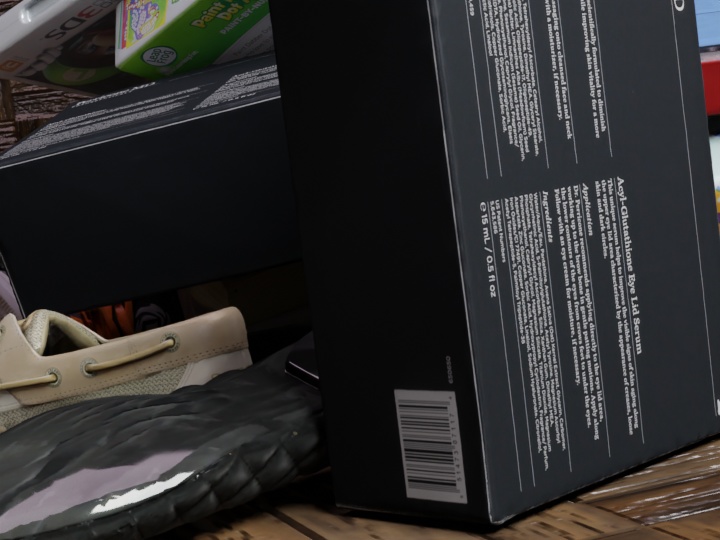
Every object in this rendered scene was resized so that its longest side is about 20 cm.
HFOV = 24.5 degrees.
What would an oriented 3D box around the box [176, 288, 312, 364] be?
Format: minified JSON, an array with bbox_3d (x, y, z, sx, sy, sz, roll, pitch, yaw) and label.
[{"bbox_3d":[0.000,0.000,0.909,0.200,0.036,0.144,-10,31,-10],"label":"box"}]

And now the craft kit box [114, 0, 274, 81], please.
[{"bbox_3d":[0.011,-0.132,0.842,0.197,0.049,0.200,16,-33,-39],"label":"craft kit box"}]

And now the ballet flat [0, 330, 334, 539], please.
[{"bbox_3d":[-0.058,0.069,0.557,0.200,0.057,0.066,-17,35,-32],"label":"ballet flat"}]

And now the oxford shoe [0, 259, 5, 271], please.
[{"bbox_3d":[-0.226,-0.002,0.988,0.200,0.085,0.073,-18,-40,19],"label":"oxford shoe"}]

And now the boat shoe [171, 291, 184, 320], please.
[{"bbox_3d":[-0.085,-0.032,1.055,0.200,0.072,0.076,-38,52,-7],"label":"boat shoe"}]

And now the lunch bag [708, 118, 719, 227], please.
[{"bbox_3d":[0.179,-0.040,0.754,0.170,0.122,0.200,-8,25,-6],"label":"lunch bag"}]

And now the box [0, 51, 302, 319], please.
[{"bbox_3d":[-0.055,-0.052,0.770,0.200,0.079,0.141,-12,18,14],"label":"box"}]

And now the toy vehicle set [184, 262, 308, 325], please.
[{"bbox_3d":[-0.066,-0.039,0.920,0.124,0.027,0.200,-20,33,-26],"label":"toy vehicle set"}]

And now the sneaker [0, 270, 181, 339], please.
[{"bbox_3d":[-0.145,0.028,0.876,0.112,0.078,0.200,-10,6,-20],"label":"sneaker"}]

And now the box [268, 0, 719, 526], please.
[{"bbox_3d":[0.051,-0.031,0.561,0.141,0.200,0.079,-11,6,-42],"label":"box"}]

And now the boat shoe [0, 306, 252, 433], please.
[{"bbox_3d":[-0.133,0.047,0.712,0.200,0.065,0.072,-4,7,27],"label":"boat shoe"}]

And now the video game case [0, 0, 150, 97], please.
[{"bbox_3d":[-0.086,-0.141,0.922,0.182,0.023,0.200,-26,-18,32],"label":"video game case"}]

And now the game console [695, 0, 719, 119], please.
[{"bbox_3d":[0.148,-0.103,0.721,0.200,0.031,0.177,-5,22,9],"label":"game console"}]
